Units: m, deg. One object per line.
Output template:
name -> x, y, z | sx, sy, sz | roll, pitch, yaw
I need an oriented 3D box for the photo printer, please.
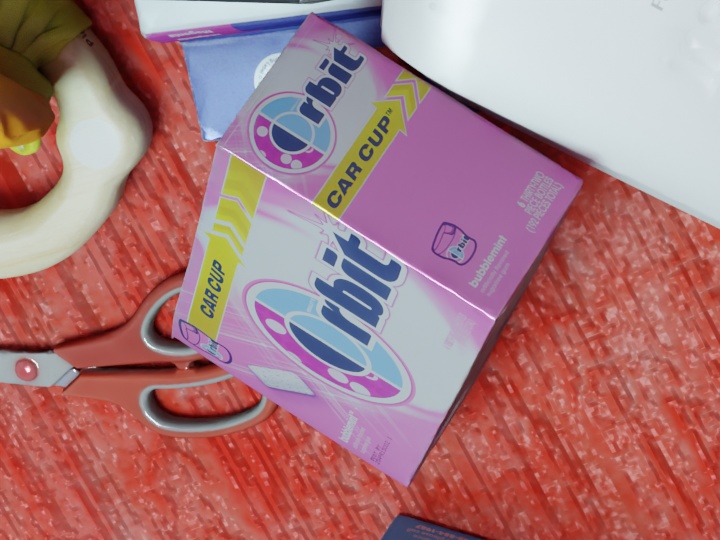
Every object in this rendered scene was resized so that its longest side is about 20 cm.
photo printer -> 0.116, -0.110, 0.991 | 0.200, 0.069, 0.167 | 26, 109, -9

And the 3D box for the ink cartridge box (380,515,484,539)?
ink cartridge box -> 0.033, 0.182, 1.099 | 0.116, 0.200, 0.068 | 16, 116, 12

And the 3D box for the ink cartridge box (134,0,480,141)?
ink cartridge box -> 0.002, -0.145, 1.063 | 0.196, 0.043, 0.201 | -6, 108, 20

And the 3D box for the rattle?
rattle -> -0.187, -0.021, 1.129 | 0.200, 0.143, 0.130 | -30, 118, 21

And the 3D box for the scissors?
scissors -> -0.129, 0.048, 1.204 | 0.199, 0.014, 0.073 | -12, 109, 21

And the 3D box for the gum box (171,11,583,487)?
gum box -> 0.000, 0.000, 1.058 | 0.113, 0.066, 0.200 | 32, 157, 5

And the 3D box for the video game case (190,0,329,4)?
video game case -> -0.094, -0.189, 1.028 | 0.200, 0.025, 0.181 | 6, 102, 38
